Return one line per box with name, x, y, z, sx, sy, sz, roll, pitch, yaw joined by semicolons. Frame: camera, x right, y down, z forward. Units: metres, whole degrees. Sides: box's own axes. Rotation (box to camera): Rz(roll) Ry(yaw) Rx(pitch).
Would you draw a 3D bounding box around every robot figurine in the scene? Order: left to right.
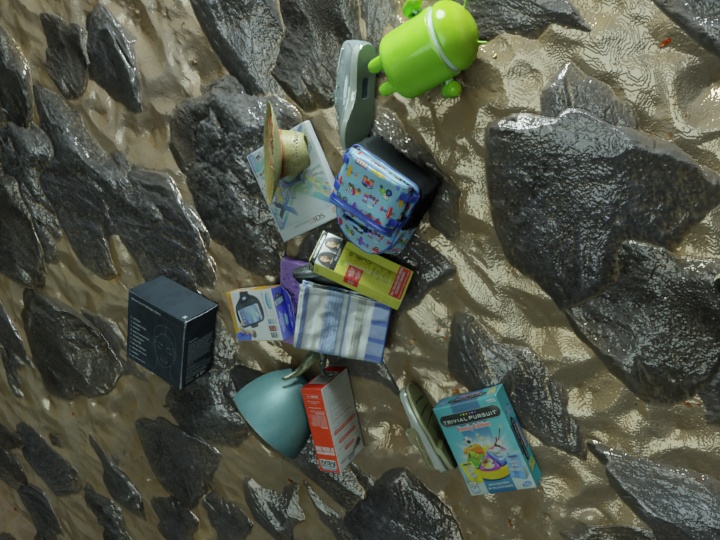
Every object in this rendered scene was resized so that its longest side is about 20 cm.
robot figurine;0.111;-0.367;1.070;0.197;0.116;0.178;-21;102;35

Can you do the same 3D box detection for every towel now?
towel;-0.038;0.109;1.308;0.195;0.024;0.150;11;107;2

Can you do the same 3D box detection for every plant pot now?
plant pot;-0.172;0.307;1.466;0.200;0.200;0.135;44;87;10

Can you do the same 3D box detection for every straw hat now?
straw hat;-0.141;-0.230;1.262;0.083;0.201;0.205;-3;113;-14

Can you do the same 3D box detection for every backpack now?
backpack;0.027;-0.122;1.202;0.182;0.134;0.202;38;126;15

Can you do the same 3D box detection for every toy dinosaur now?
toy dinosaur;-0.079;0.184;1.404;0.088;0.047;0.201;37;88;2

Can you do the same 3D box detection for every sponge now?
sponge;-0.129;0.077;1.433;0.110;0.030;0.204;14;114;26

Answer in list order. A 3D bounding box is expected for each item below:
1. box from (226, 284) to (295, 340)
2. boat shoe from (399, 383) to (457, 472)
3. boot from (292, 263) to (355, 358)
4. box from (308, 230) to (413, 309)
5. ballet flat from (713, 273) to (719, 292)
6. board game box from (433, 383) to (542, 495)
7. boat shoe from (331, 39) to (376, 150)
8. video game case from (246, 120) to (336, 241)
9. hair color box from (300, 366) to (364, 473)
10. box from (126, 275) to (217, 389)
box;-0.227;0.099;1.468;0.198;0.041;0.122;-6;99;46
boat shoe;0.128;0.337;1.343;0.068;0.075;0.203;-26;94;29
boot;-0.051;0.085;1.350;0.161;0.066;0.204;-5;108;15
box;0.000;0.000;1.261;0.197;0.076;0.050;26;158;3
ballet flat;0.634;0.021;0.944;0.197;0.057;0.067;3;137;35
board game box;0.253;0.344;1.286;0.149;0.047;0.203;-22;95;35
boat shoe;-0.017;-0.328;1.201;0.071;0.069;0.205;32;124;40
video game case;-0.136;-0.183;1.346;0.180;0.022;0.203;-20;96;35
hair color box;-0.061;0.333;1.435;0.063;0.110;0.204;-4;105;33
box;-0.479;0.153;1.616;0.197;0.124;0.200;24;120;22
